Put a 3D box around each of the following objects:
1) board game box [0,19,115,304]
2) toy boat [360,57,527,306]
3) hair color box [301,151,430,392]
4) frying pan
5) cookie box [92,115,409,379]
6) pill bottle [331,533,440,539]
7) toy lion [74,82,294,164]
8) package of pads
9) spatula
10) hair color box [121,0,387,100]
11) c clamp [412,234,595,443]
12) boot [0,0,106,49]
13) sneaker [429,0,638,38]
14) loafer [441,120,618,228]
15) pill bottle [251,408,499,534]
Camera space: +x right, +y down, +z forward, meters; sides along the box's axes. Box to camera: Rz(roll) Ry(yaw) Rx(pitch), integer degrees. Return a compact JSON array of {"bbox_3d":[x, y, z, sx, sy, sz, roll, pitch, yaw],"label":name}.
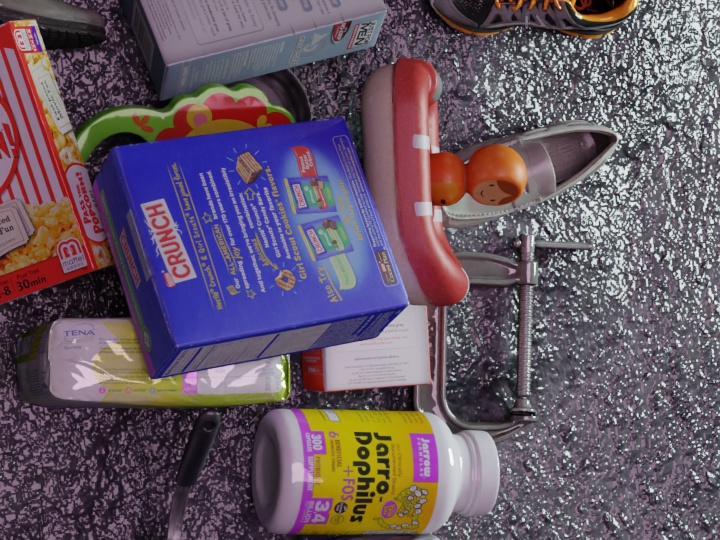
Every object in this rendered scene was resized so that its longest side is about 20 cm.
[{"bbox_3d":[-0.292,-0.076,1.487,0.150,0.046,0.202,-19,92,22],"label":"board game box"},{"bbox_3d":[0.071,-0.072,1.545,0.129,0.130,0.202,-3,89,7],"label":"toy boat"},{"bbox_3d":[0.000,0.000,1.631,0.101,0.061,0.202,-2,90,-20],"label":"hair color box"},{"bbox_3d":[-0.124,-0.100,1.601,0.115,0.031,0.190,45,82,-4],"label":"frying pan"},{"bbox_3d":[-0.086,-0.020,1.463,0.198,0.075,0.173,-9,68,-27],"label":"cookie box"},{"bbox_3d":[0.022,0.328,1.604,0.110,0.111,0.202,-4,90,-20],"label":"pill bottle"},{"bbox_3d":[-0.144,-0.072,1.556,0.199,0.069,0.193,26,94,-17],"label":"toy lion"},{"bbox_3d":[-0.166,0.077,1.518,0.198,0.154,0.069,1,84,-19],"label":"package of pads"},{"bbox_3d":[-0.145,0.187,1.533,0.056,0.021,0.201,5,124,-20],"label":"spatula"},{"bbox_3d":[-0.089,-0.219,1.587,0.198,0.061,0.100,-17,69,-19],"label":"hair color box"},{"bbox_3d":[0.125,0.062,1.692,0.169,0.027,0.202,9,85,-19],"label":"c clamp"},{"bbox_3d":[-0.294,-0.257,1.532,0.198,0.068,0.132,10,80,-21],"label":"boot"},{"bbox_3d":[0.156,-0.250,1.686,0.198,0.077,0.079,0,90,-18],"label":"sneaker"},{"bbox_3d":[0.140,-0.089,1.661,0.199,0.070,0.071,-26,98,-31],"label":"loafer"},{"bbox_3d":[0.014,0.171,1.609,0.198,0.104,0.105,2,88,-20],"label":"pill bottle"}]
